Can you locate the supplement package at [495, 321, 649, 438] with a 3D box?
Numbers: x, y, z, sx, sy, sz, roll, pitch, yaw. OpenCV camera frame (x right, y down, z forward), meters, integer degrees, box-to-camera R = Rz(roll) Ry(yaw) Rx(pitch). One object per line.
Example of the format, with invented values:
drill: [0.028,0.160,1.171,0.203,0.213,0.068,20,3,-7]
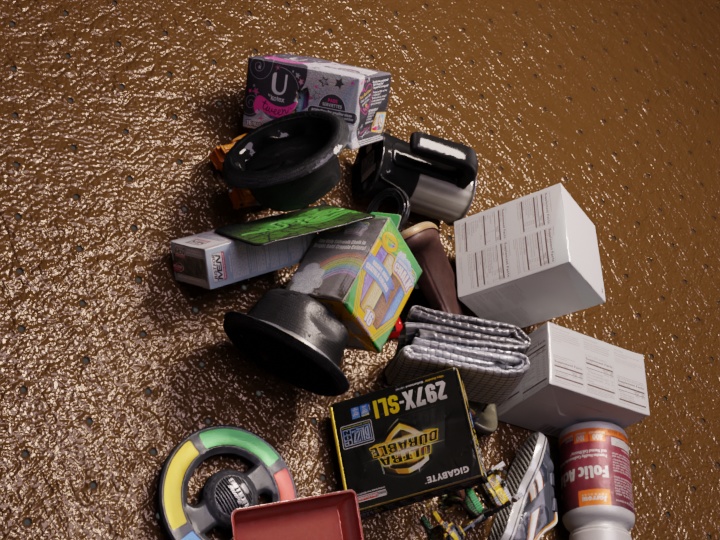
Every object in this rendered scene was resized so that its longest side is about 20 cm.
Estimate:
supplement package: [0.339,0.189,1.650,0.197,0.156,0.112,19,54,-21]

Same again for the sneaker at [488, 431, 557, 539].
sneaker: [0.261,0.351,1.557,0.079,0.078,0.202,30,62,-7]

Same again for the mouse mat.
mouse mat: [-0.096,-0.068,1.466,0.197,0.160,0.008,-14,106,-29]

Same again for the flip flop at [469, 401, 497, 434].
flip flop: [0.198,0.167,1.639,0.080,0.058,0.203,24,52,-18]

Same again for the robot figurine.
robot figurine: [-0.135,-0.167,1.627,0.198,0.058,0.147,-19,74,-38]

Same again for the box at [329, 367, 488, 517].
box: [0.065,0.243,1.433,0.049,0.197,0.162,52,23,-60]

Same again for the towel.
towel: [0.144,0.130,1.526,0.196,0.166,0.087,10,67,-3]

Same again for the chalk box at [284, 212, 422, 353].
chalk box: [0.000,0.000,1.502,0.202,0.123,0.124,-59,135,-28]

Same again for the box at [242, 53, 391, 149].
box: [-0.069,-0.272,1.612,0.197,0.117,0.132,14,18,22]

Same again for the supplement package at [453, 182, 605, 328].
supplement package: [0.277,-0.015,1.676,0.151,0.198,0.153,38,42,-45]

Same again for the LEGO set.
LEGO set: [0.142,0.302,1.481,0.152,0.116,0.202,-12,69,-37]

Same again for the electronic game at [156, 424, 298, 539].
electronic game: [-0.171,0.300,1.333,0.197,0.042,0.203,16,55,-24]

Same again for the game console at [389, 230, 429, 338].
game console: [0.023,0.015,1.643,0.175,0.031,0.203,-2,65,-39]

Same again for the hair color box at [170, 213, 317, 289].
hair color box: [-0.167,-0.031,1.490,0.198,0.098,0.062,-17,108,-38]

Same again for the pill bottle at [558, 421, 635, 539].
pill bottle: [0.372,0.352,1.601,0.113,0.114,0.203,19,53,-21]

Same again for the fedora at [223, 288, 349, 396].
fedora: [-0.089,0.088,1.411,0.199,0.200,0.092,34,67,-10]

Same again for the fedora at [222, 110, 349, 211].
fedora: [-0.101,-0.152,1.504,0.202,0.197,0.092,-61,142,-40]

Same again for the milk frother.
milk frother: [0.094,-0.117,1.691,0.185,0.180,0.204,15,81,-23]

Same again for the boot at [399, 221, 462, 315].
boot: [0.122,0.020,1.608,0.169,0.071,0.200,68,9,16]

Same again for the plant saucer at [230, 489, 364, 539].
plant saucer: [-0.077,0.398,1.311,0.197,0.037,0.203,0,75,-37]
